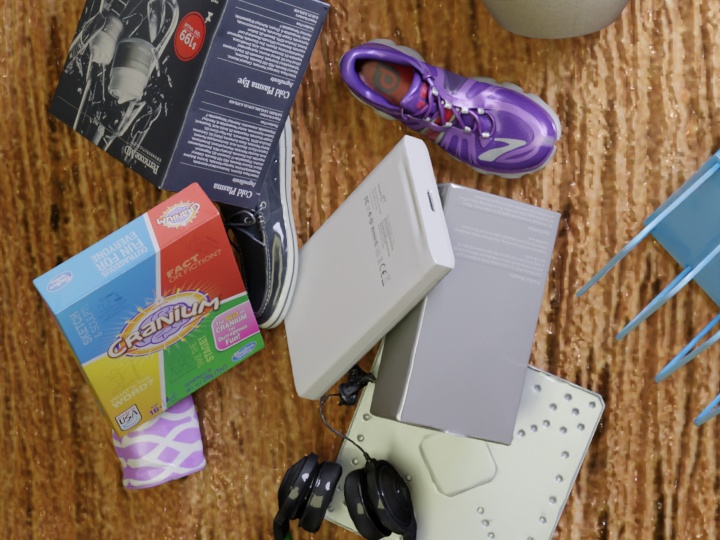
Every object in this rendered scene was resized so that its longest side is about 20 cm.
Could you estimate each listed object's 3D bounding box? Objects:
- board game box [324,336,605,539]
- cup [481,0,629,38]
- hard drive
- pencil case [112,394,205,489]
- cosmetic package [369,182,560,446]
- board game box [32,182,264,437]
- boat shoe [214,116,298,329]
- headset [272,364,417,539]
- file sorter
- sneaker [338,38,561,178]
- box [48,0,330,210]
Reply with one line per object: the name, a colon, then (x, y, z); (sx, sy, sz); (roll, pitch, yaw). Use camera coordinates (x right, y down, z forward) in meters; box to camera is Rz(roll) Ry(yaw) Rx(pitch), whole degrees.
board game box: (0.087, 0.162, 1.434); (0.199, 0.026, 0.201); (23, 101, 12)
cup: (0.154, -0.269, 1.304); (0.199, 0.201, 0.144); (3, 122, 14)
hard drive: (0.000, 0.000, 1.366); (0.200, 0.026, 0.132); (-46, 42, 39)
pencil case: (-0.199, 0.096, 1.477); (0.085, 0.084, 0.201); (-12, 90, 54)
cosmetic package: (0.085, 0.036, 1.354); (0.106, 0.090, 0.201); (16, 88, -17)
board game box: (-0.168, 0.037, 1.350); (0.153, 0.200, 0.040); (-33, 57, -12)
boat shoe: (-0.094, -0.049, 1.429); (0.074, 0.062, 0.201); (0, 92, 60)
headset: (-0.011, 0.188, 1.425); (0.123, 0.094, 0.201); (4, 112, 10)
file sorter: (0.288, 0.037, 1.287); (0.123, 0.139, 0.200); (-40, 84, -25)
sneaker: (0.069, -0.133, 1.379); (0.199, 0.083, 0.081); (21, 101, 11)
box: (-0.148, -0.175, 1.375); (0.200, 0.104, 0.183); (32, 106, 46)
